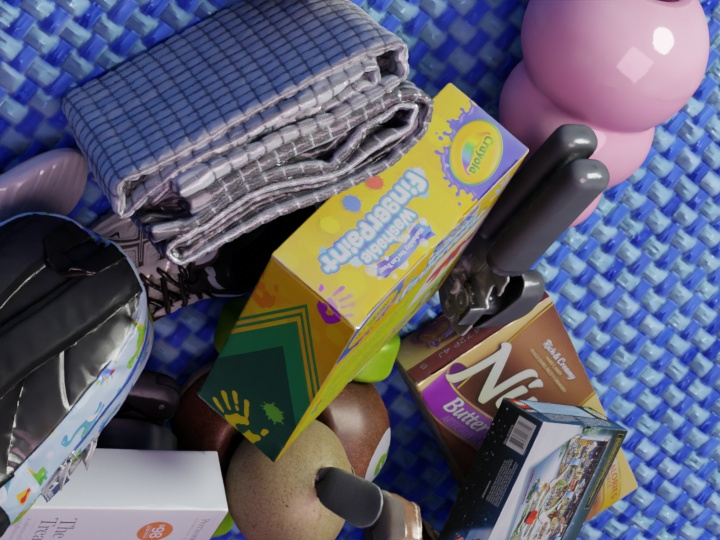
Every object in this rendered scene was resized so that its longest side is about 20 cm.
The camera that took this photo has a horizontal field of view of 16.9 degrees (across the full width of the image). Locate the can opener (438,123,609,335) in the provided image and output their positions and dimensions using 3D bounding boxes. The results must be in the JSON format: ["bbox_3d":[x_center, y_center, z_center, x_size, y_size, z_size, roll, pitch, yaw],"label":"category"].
[{"bbox_3d":[0.113,-0.023,1.601,0.066,0.054,0.200,2,148,-31],"label":"can opener"}]

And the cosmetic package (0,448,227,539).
[{"bbox_3d":[-0.192,0.189,1.619,0.150,0.052,0.200,1,145,-26],"label":"cosmetic package"}]

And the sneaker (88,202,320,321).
[{"bbox_3d":[-0.114,-0.009,1.567,0.199,0.088,0.076,-38,128,3],"label":"sneaker"}]

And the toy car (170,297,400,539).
[{"bbox_3d":[-0.032,0.141,1.618,0.157,0.200,0.165,7,116,-26],"label":"toy car"}]

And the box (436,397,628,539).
[{"bbox_3d":[0.102,0.188,1.685,0.136,0.038,0.201,11,106,-59],"label":"box"}]

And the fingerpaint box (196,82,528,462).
[{"bbox_3d":[0.000,0.000,1.530,0.200,0.073,0.167,-45,172,-37],"label":"fingerpaint box"}]

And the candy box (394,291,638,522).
[{"bbox_3d":[0.113,0.107,1.750,0.116,0.057,0.201,-32,127,-6],"label":"candy box"}]

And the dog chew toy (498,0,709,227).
[{"bbox_3d":[0.149,-0.111,1.605,0.124,0.125,0.201,6,126,-26],"label":"dog chew toy"}]

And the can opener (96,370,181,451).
[{"bbox_3d":[-0.212,0.081,1.593,0.198,0.079,0.064,13,121,-19],"label":"can opener"}]

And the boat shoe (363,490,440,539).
[{"bbox_3d":[0.038,0.205,1.718,0.071,0.076,0.200,0,159,-2],"label":"boat shoe"}]

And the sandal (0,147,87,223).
[{"bbox_3d":[-0.266,-0.027,1.515,0.206,0.059,0.080,-31,146,-29],"label":"sandal"}]

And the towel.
[{"bbox_3d":[-0.071,-0.089,1.487,0.199,0.166,0.086,-29,119,-7],"label":"towel"}]

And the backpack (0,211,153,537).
[{"bbox_3d":[-0.217,0.059,1.481,0.201,0.163,0.154,-54,160,-8],"label":"backpack"}]
